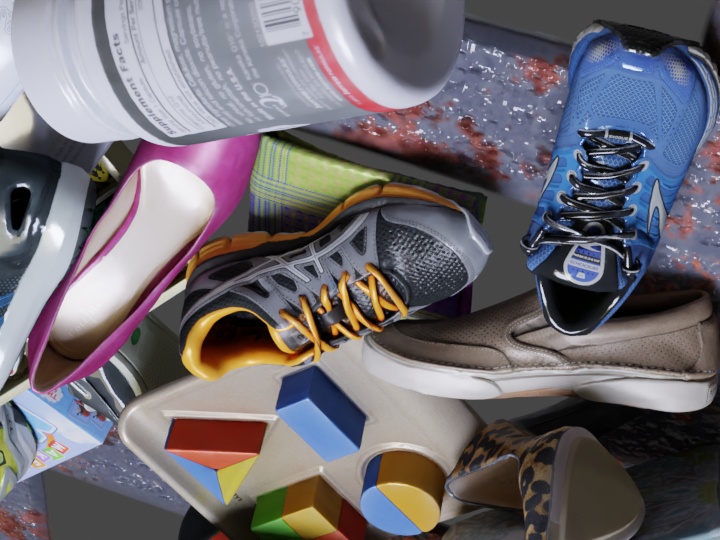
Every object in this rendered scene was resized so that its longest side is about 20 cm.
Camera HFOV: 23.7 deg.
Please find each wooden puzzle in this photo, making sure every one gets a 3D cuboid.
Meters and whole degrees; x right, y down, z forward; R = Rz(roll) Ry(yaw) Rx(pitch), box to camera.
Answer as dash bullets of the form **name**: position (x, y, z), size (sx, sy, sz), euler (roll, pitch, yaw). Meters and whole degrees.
- **wooden puzzle**: position (-0.027, 0.121, 1.076), size (0.199, 0.047, 0.185), euler (-26, 123, 27)

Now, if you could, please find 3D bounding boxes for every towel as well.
- **towel**: position (0.133, 0.165, 0.989), size (0.198, 0.171, 0.049), euler (-19, 96, 12)
- **towel**: position (0.000, 0.000, 1.010), size (0.142, 0.023, 0.201), euler (16, 144, 11)

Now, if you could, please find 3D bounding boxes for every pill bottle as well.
- **pill bottle**: position (-0.061, -0.120, 0.807), size (0.199, 0.114, 0.114), euler (-6, 136, 35)

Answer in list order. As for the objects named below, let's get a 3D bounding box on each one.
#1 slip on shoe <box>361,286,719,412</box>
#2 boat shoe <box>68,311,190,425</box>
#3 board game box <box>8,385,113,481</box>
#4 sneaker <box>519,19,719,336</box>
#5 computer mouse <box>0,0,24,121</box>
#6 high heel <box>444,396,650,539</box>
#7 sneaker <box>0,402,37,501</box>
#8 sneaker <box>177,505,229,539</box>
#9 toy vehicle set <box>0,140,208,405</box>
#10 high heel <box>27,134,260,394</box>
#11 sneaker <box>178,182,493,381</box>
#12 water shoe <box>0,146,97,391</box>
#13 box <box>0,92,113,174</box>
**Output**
- **slip on shoe**: position (0.099, 0.036, 0.951), size (0.198, 0.076, 0.061), euler (6, 109, 15)
- **boat shoe**: position (-0.159, 0.068, 1.141), size (0.067, 0.072, 0.200), euler (-21, 118, 34)
- **board game box**: position (-0.297, 0.078, 1.264), size (0.200, 0.037, 0.151), euler (38, 142, -22)
- **sneaker**: position (0.124, -0.037, 0.834), size (0.078, 0.090, 0.201), euler (14, 144, 10)
- **computer mouse**: position (-0.223, -0.099, 0.899), size (0.110, 0.044, 0.200), euler (43, 119, -16)
- **high heel**: position (0.087, 0.135, 0.958), size (0.142, 0.200, 0.072), euler (-33, 99, 28)
- **sneaker**: position (-0.287, 0.100, 1.190), size (0.075, 0.077, 0.201), euler (3, 138, 26)
- **sneaker**: position (-0.035, 0.183, 1.235), size (0.108, 0.068, 0.201), euler (31, 141, -28)
- **toy vehicle set**: position (-0.200, -0.004, 1.041), size (0.199, 0.027, 0.124), euler (-31, 112, 26)
- **high heel**: position (-0.122, -0.015, 0.943), size (0.067, 0.096, 0.200), euler (38, 122, -14)
- **sneaker**: position (-0.017, 0.014, 0.945), size (0.199, 0.078, 0.078), euler (-17, 126, 30)
- **water shoe**: position (-0.214, 0.006, 0.949), size (0.078, 0.072, 0.201), euler (24, 124, -17)
- **box**: position (-0.235, -0.105, 0.945), size (0.199, 0.036, 0.145), euler (34, 121, -11)
